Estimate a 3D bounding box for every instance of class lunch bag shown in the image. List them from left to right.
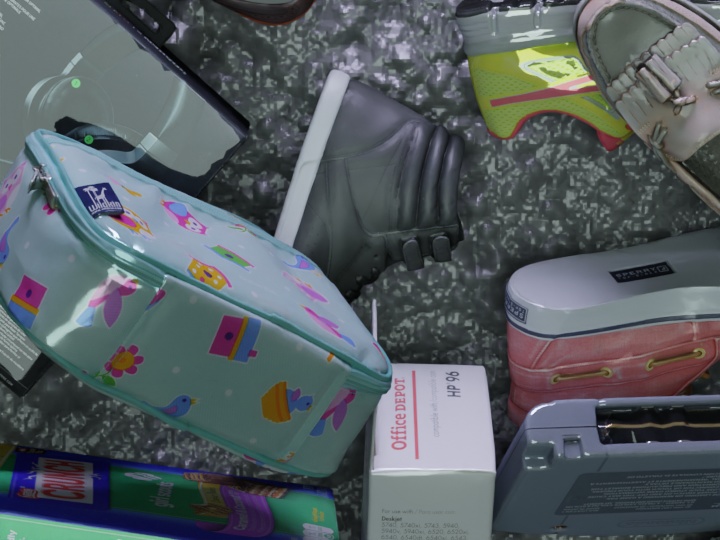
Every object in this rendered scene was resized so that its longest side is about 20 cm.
[{"bbox_3d":[-0.089,0.010,1.036,0.200,0.161,0.077,28,105,-32],"label":"lunch bag"}]

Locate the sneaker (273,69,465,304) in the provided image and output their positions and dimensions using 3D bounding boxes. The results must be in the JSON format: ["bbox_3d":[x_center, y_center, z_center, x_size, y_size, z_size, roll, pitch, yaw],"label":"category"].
[{"bbox_3d":[0.000,0.000,1.168,0.099,0.071,0.201,17,93,1],"label":"sneaker"}]

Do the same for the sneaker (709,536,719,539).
[{"bbox_3d":[0.165,0.205,1.180,0.200,0.100,0.070,-28,99,15],"label":"sneaker"}]

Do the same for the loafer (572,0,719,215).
[{"bbox_3d":[0.189,-0.069,1.108,0.072,0.063,0.200,-39,111,17],"label":"loafer"}]

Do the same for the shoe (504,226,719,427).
[{"bbox_3d":[0.174,0.037,1.186,0.199,0.072,0.091,-8,122,-13],"label":"shoe"}]

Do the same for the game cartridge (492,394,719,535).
[{"bbox_3d":[0.172,0.107,1.160,0.199,0.134,0.041,-1,60,-10],"label":"game cartridge"}]

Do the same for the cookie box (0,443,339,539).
[{"bbox_3d":[-0.115,0.153,1.139,0.199,0.171,0.076,8,96,-3],"label":"cookie box"}]

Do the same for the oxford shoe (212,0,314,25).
[{"bbox_3d":[-0.111,-0.194,1.135,0.199,0.073,0.071,24,98,-5],"label":"oxford shoe"}]

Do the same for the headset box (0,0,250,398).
[{"bbox_3d":[-0.178,-0.068,1.142,0.174,0.093,0.200,40,95,-6],"label":"headset box"}]

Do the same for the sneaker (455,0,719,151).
[{"bbox_3d":[0.153,-0.111,1.162,0.199,0.078,0.091,-2,107,4],"label":"sneaker"}]

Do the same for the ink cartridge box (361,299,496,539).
[{"bbox_3d":[0.035,0.128,1.141,0.067,0.116,0.201,1,116,-1],"label":"ink cartridge box"}]
